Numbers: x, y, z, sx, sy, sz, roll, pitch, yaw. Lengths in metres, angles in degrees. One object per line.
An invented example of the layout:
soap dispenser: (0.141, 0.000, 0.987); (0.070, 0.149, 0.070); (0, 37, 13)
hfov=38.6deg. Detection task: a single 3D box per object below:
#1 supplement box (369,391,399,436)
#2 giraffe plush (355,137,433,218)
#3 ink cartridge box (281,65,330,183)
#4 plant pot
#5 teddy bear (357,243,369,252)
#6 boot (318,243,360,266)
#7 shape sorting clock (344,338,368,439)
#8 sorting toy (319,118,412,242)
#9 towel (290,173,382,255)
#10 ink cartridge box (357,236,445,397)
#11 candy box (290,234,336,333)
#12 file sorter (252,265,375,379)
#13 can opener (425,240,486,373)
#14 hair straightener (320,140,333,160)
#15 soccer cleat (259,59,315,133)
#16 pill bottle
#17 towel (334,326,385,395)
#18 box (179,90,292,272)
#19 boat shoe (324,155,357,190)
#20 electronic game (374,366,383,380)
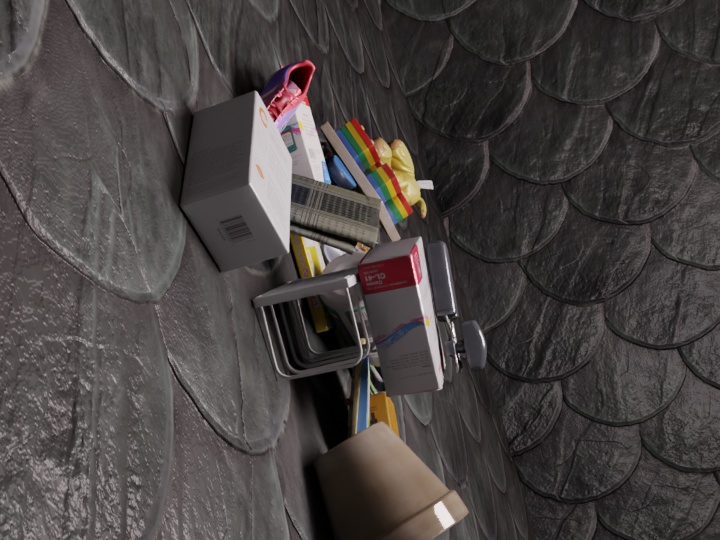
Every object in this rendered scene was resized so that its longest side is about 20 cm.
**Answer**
supplement box: (0.035, 0.309, 1.719); (0.069, 0.066, 0.201); (54, 24, -57)
giraffe plush: (0.033, -0.172, 2.160); (0.200, 0.162, 0.174); (22, 58, -48)
ink cartridge box: (-0.118, -0.234, 1.735); (0.116, 0.067, 0.201); (-17, 91, -78)
plant pot: (0.025, 0.317, 1.447); (0.174, 0.199, 0.200); (59, 9, 12)
teddy bear: (-0.025, -0.069, 1.921); (0.200, 0.066, 0.146); (-44, 141, -65)
boot: (0.000, 0.000, 1.794); (0.200, 0.073, 0.090); (41, -12, -37)
shape sorting clock: (-0.006, 0.208, 1.629); (0.200, 0.039, 0.201); (0, 90, -89)
sorting toy: (0.021, -0.177, 1.941); (0.200, 0.069, 0.199); (56, 0, 22)
towel: (-0.063, -0.090, 1.568); (0.193, 0.199, 0.035); (-80, -174, -67)
ink cartridge box: (0.063, 0.065, 1.491); (0.148, 0.085, 0.201); (-54, 134, -77)
candy box: (-0.079, 0.000, 1.703); (0.102, 0.026, 0.201); (-15, 89, -80)
file sorter: (-0.050, 0.072, 1.487); (0.200, 0.138, 0.125); (-28, 105, -78)
can opener: (0.144, 0.053, 1.523); (0.053, 0.066, 0.201); (53, 28, -73)
hair straightener: (-0.052, -0.169, 2.039); (0.077, 0.041, 0.201); (49, 23, -63)
soccer cleat: (-0.129, -0.254, 1.587); (0.068, 0.073, 0.201); (43, 46, -22)
pill bottle: (0.012, 0.069, 1.704); (0.200, 0.112, 0.114); (63, 16, -49)
towel: (-0.002, 0.151, 1.867); (0.149, 0.031, 0.201); (-90, 158, -59)
box: (-0.157, -0.118, 1.340); (0.201, 0.097, 0.125); (-92, 161, -47)
boat shoe: (-0.048, -0.156, 1.883); (0.084, 0.068, 0.200); (56, 0, 7)
electronic game: (0.040, 0.137, 1.900); (0.201, 0.041, 0.200); (57, 15, -24)
